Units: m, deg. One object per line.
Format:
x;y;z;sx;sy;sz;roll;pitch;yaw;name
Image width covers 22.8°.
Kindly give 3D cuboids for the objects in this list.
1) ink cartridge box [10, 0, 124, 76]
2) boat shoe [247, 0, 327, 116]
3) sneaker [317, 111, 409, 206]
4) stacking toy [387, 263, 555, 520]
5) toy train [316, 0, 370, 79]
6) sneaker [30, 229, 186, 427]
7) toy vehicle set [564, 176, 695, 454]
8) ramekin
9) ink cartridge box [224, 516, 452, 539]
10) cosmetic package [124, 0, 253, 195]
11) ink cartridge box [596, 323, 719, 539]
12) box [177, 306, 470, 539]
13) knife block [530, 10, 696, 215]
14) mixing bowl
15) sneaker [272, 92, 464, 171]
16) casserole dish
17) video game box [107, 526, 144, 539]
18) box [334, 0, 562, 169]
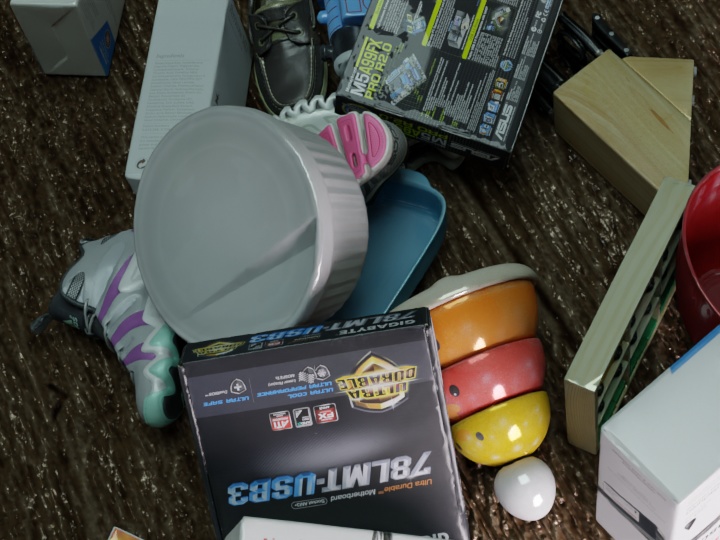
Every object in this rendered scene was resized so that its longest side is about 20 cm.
-0.268;-0.300;1.703;0.067;0.116;0.200;2;61;10;ink cartridge box
-0.076;-0.228;1.663;0.073;0.065;0.200;-16;58;9;boat shoe
-0.034;-0.070;1.536;0.200;0.087;0.074;-35;73;29;sneaker
0.108;0.106;1.440;0.146;0.146;0.200;-22;76;-4;stacking toy
0.014;-0.250;1.647;0.114;0.087;0.200;-5;60;-3;toy train
-0.218;0.052;1.535;0.140;0.078;0.200;-6;52;6;sneaker
0.219;0.037;1.446;0.026;0.124;0.200;22;67;18;toy vehicle set
-0.083;-0.032;1.460;0.202;0.094;0.203;2;93;36;ramekin
-0.006;0.272;1.334;0.200;0.084;0.146;8;69;-11;ink cartridge box
-0.151;-0.144;1.610;0.074;0.102;0.200;2;63;12;cosmetic package
0.257;0.138;1.344;0.145;0.200;0.084;-39;66;-13;ink cartridge box
-0.026;0.140;1.398;0.200;0.199;0.050;-9;17;4;box
0.206;-0.134;1.576;0.175;0.064;0.200;2;63;10;knife block
0.331;0.018;1.434;0.200;0.108;0.200;8;56;-13;mixing bowl
0.000;-0.115;1.595;0.200;0.075;0.081;-10;71;4;sneaker
0.000;0.000;1.533;0.121;0.039;0.200;17;63;36;casserole dish
-0.139;0.320;1.361;0.200;0.047;0.182;24;64;1;video game box
0.084;-0.206;1.555;0.160;0.044;0.200;18;73;4;box
